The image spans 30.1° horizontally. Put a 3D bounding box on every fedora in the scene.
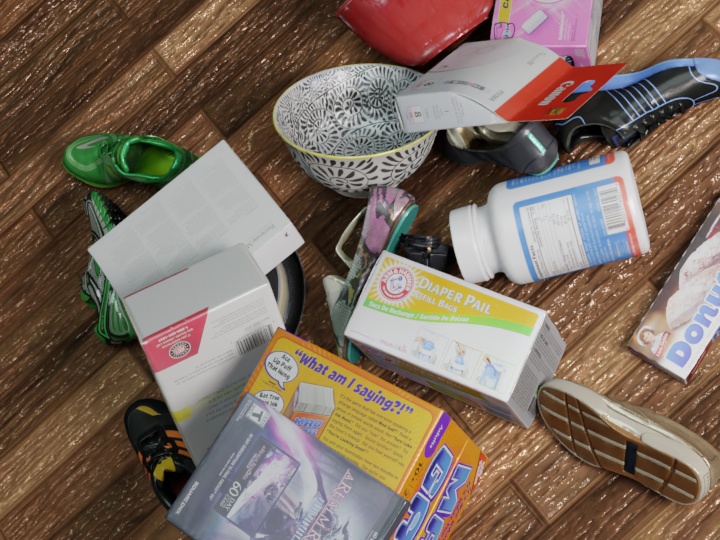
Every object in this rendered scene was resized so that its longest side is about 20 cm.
[{"bbox_3d":[-0.158,0.022,1.532,0.198,0.092,0.203,-7,68,16],"label":"fedora"}]

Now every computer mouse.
[{"bbox_3d":[0.069,-0.016,1.415,0.058,0.200,0.035,10,88,8],"label":"computer mouse"}]

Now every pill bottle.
[{"bbox_3d":[0.199,-0.050,1.425,0.197,0.112,0.114,-14,66,14],"label":"pill bottle"}]

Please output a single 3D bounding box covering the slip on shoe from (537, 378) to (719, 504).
[{"bbox_3d":[0.271,0.163,1.350,0.199,0.077,0.060,25,39,34],"label":"slip on shoe"}]

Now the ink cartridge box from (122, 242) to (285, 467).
[{"bbox_3d":[-0.149,0.094,1.420,0.144,0.202,0.084,-26,41,-12],"label":"ink cartridge box"}]

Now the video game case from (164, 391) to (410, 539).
[{"bbox_3d":[-0.070,0.223,1.242,0.199,0.019,0.144,30,82,27],"label":"video game case"}]

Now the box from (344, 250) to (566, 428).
[{"bbox_3d":[0.099,0.072,1.413,0.198,0.113,0.102,21,78,26],"label":"box"}]

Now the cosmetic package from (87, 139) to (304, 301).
[{"bbox_3d":[-0.183,-0.027,1.481,0.199,0.052,0.151,-39,56,-3],"label":"cosmetic package"}]

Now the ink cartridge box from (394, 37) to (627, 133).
[{"bbox_3d":[0.158,-0.203,1.418,0.198,0.058,0.162,-5,25,39],"label":"ink cartridge box"}]

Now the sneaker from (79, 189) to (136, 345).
[{"bbox_3d":[-0.306,-0.006,1.605,0.084,0.078,0.202,-23,65,10],"label":"sneaker"}]

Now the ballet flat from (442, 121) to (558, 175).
[{"bbox_3d":[0.139,-0.151,1.459,0.073,0.073,0.199,-55,30,-7],"label":"ballet flat"}]

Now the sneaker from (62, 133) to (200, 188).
[{"bbox_3d":[-0.283,-0.142,1.646,0.197,0.084,0.075,8,73,23],"label":"sneaker"}]

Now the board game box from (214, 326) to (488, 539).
[{"bbox_3d":[-0.019,0.212,1.350,0.198,0.200,0.201,25,79,26],"label":"board game box"}]

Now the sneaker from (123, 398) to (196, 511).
[{"bbox_3d":[-0.207,0.210,1.479,0.070,0.090,0.201,-40,63,1],"label":"sneaker"}]

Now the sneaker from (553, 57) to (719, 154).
[{"bbox_3d":[0.309,-0.176,1.464,0.197,0.070,0.079,-8,71,23],"label":"sneaker"}]

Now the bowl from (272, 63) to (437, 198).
[{"bbox_3d":[0.002,-0.146,1.524,0.198,0.095,0.202,-3,38,3],"label":"bowl"}]

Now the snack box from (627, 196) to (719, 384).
[{"bbox_3d":[0.360,0.015,1.392,0.071,0.024,0.201,30,82,25],"label":"snack box"}]

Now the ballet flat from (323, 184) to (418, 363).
[{"bbox_3d":[0.000,0.000,1.479,0.071,0.069,0.202,24,102,19],"label":"ballet flat"}]

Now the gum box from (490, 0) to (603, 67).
[{"bbox_3d":[0.220,-0.321,1.547,0.112,0.066,0.203,3,71,20],"label":"gum box"}]

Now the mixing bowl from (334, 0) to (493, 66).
[{"bbox_3d":[0.079,-0.307,1.542,0.199,0.200,0.109,-35,93,4],"label":"mixing bowl"}]
